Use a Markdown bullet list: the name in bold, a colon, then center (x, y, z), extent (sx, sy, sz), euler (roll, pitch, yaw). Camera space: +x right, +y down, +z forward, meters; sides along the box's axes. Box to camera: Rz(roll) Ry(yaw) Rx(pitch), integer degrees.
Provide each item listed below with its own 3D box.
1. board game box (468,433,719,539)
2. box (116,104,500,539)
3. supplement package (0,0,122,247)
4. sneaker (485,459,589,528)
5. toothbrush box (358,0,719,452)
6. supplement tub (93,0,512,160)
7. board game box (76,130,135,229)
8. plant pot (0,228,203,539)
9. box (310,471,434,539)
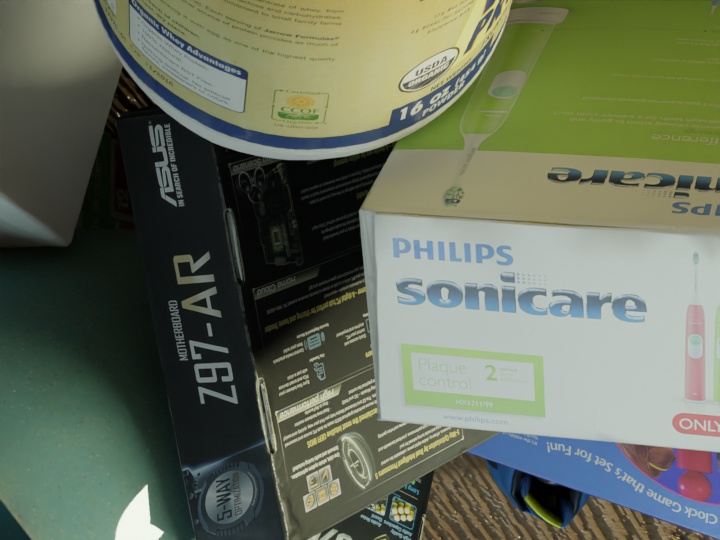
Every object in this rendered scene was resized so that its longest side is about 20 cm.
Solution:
- **board game box**: center (0.121, 0.035, 0.939), extent (0.199, 0.045, 0.135), euler (18, 120, 22)
- **box**: center (0.000, 0.000, 0.816), extent (0.043, 0.161, 0.200), euler (-4, -169, 36)
- **supplement package**: center (-0.219, -0.109, 0.796), extent (0.199, 0.148, 0.191), euler (-1, 154, 32)
- **sneaker**: center (0.106, 0.123, 1.275), extent (0.066, 0.079, 0.200), euler (9, 159, 2)
- **toothbrush box**: center (0.096, -0.029, 0.744), extent (0.145, 0.200, 0.086), euler (4, 120, 15)
- **supplement tub**: center (-0.011, -0.134, 0.633), extent (0.144, 0.145, 0.200), euler (13, 158, -1)
- **board game box**: center (-0.156, -0.036, 1.005), extent (0.030, 0.096, 0.200), euler (-8, 151, 37)
- **plant pot**: center (-0.098, 0.061, 0.848), extent (0.200, 0.135, 0.200), euler (44, 160, 20)
- **box**: center (-0.043, 0.079, 1.137), extent (0.200, 0.160, 0.046), euler (29, 152, -35)
